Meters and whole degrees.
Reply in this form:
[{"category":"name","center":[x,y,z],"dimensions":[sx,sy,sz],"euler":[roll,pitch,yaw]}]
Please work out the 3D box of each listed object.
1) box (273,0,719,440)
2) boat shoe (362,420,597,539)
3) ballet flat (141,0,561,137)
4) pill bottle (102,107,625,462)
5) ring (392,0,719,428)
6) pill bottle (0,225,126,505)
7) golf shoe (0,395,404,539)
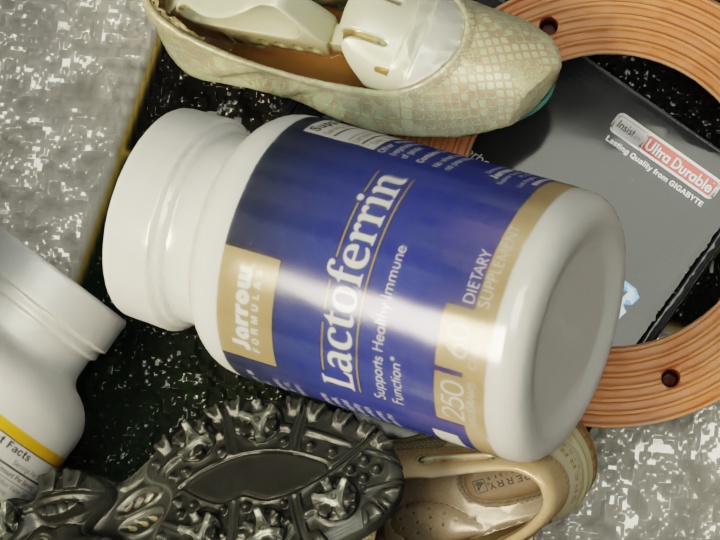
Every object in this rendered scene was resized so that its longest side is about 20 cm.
[{"category":"box","center":[0.046,-0.015,1.244],"dimensions":[0.200,0.050,0.199],"euler":[36,87,7]},{"category":"boat shoe","center":[0.004,0.110,1.189],"dimensions":[0.200,0.065,0.071],"euler":[-25,98,26]},{"category":"ballet flat","center":[-0.011,-0.101,1.199],"dimensions":[0.200,0.062,0.068],"euler":[9,70,28]},{"category":"pill bottle","center":[0.000,0.000,1.146],"dimensions":[0.200,0.116,0.116],"euler":[16,83,23]},{"category":"ring","center":[0.110,-0.030,1.209],"dimensions":[0.200,0.019,0.201],"euler":[0,83,4]},{"category":"pill bottle","center":[-0.193,0.080,1.218],"dimensions":[0.104,0.104,0.200],"euler":[37,86,8]},{"category":"golf shoe","center":[-0.064,0.112,1.173],"dimensions":[0.200,0.094,0.078],"euler":[-14,58,22]}]
